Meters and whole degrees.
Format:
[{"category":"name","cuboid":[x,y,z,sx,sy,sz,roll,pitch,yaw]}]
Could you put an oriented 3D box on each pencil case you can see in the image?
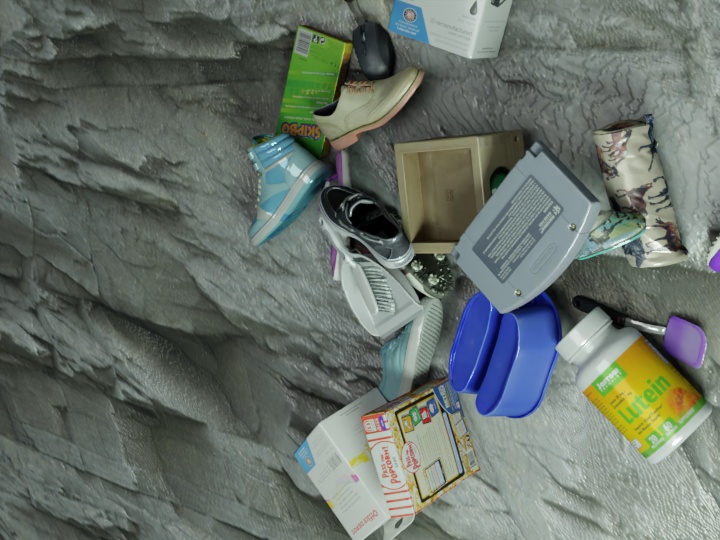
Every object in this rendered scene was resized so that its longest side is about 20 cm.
[{"category":"pencil case","cuboid":[0.366,-0.098,1.496,0.078,0.089,0.201,177,75,-71]}]

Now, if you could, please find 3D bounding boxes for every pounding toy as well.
[{"category":"pounding toy","cuboid":[0.174,-0.099,1.614,0.199,0.142,0.186,1,100,45]}]

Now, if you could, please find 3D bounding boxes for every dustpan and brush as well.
[{"category":"dustpan and brush","cuboid":[0.000,0.000,1.711,0.139,0.057,0.201,-38,75,54]}]

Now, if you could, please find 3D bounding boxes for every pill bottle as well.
[{"category":"pill bottle","cuboid":[0.357,0.147,1.531,0.200,0.111,0.111,47,122,13]}]

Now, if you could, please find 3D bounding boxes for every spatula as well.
[{"category":"spatula","cuboid":[0.375,0.072,1.564,0.199,0.021,0.057,21,116,30]}]

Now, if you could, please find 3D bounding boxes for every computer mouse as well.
[{"category":"computer mouse","cuboid":[0.000,-0.375,1.718,0.058,0.034,0.201,-21,87,36]}]

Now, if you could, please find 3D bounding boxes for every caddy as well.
[{"category":"caddy","cuboid":[0.211,0.115,1.639,0.141,0.104,0.201,42,123,48]}]

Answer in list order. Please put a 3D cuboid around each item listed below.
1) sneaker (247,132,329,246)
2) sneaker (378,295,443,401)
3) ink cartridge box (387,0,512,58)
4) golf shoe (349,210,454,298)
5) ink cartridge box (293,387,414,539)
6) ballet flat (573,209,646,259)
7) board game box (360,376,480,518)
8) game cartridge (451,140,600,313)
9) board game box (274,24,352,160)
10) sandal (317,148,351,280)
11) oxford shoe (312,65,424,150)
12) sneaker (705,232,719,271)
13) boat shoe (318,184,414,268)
[{"category":"sneaker","cuboid":[-0.144,-0.139,1.826,0.131,0.079,0.200,48,125,7]},{"category":"sneaker","cuboid":[0.065,0.119,1.749,0.082,0.074,0.201,26,118,24]},{"category":"ink cartridge box","cuboid":[0.136,-0.409,1.586,0.144,0.084,0.201,25,113,28]},{"category":"golf shoe","cuboid":[0.061,-0.016,1.739,0.200,0.077,0.088,45,134,26]},{"category":"ink cartridge box","cuboid":[0.017,0.312,1.780,0.200,0.125,0.129,53,144,12]},{"category":"ballet flat","cuboid":[0.268,-0.044,1.482,0.199,0.074,0.075,-25,86,37]},{"category":"board game box","cuboid":[0.092,0.254,1.688,0.046,0.200,0.153,-16,90,35]},{"category":"game cartridge","cuboid":[0.212,-0.047,1.473,0.133,0.041,0.200,48,123,18]},{"category":"board game box","cuboid":[-0.076,-0.270,1.797,0.095,0.030,0.201,26,111,28]},{"category":"sandal","cuboid":[-0.041,-0.086,1.763,0.049,0.082,0.204,1,91,-8]},{"category":"oxford shoe","cuboid":[0.008,-0.251,1.702,0.199,0.071,0.074,-32,113,34]},{"category":"sneaker","cuboid":[0.518,-0.046,1.413,0.100,0.069,0.200,51,123,12]},{"category":"boat shoe","cuboid":[0.000,-0.079,1.644,0.200,0.072,0.068,45,166,42]}]
